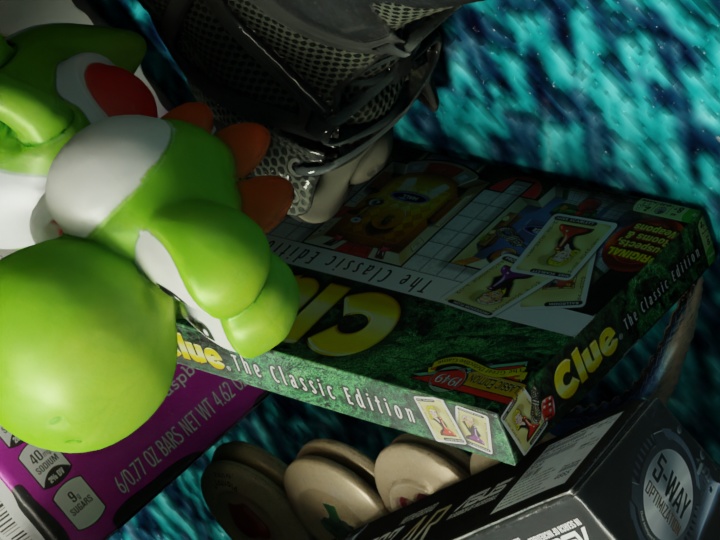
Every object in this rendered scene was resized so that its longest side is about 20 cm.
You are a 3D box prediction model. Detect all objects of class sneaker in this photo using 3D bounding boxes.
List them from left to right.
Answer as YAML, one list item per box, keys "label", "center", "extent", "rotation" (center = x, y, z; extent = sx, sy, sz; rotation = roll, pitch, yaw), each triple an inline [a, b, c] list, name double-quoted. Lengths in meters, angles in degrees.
- label: "sneaker"
  center: [0.006, -0.075, 0.859]
  extent: [0.199, 0.076, 0.115]
  rotation: [1, 126, 52]

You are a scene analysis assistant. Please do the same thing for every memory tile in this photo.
- label: "memory tile"
  center: [0.038, 0.115, 0.958]
  extent: [0.200, 0.017, 0.154]
  rotation: [-9, 121, 53]

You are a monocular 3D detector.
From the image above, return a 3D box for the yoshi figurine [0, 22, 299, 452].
- label: "yoshi figurine"
  center: [-0.104, -0.012, 0.862]
  extent: [0.200, 0.112, 0.113]
  rotation: [31, 110, 45]

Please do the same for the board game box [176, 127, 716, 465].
- label: "board game box"
  center: [0.000, 0.000, 0.911]
  extent: [0.199, 0.105, 0.024]
  rotation: [14, 137, 40]

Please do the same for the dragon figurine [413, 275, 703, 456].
- label: "dragon figurine"
  center: [0.049, 0.060, 0.953]
  extent: [0.099, 0.059, 0.200]
  rotation: [33, 147, 17]

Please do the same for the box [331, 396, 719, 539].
- label: "box"
  center: [0.074, 0.132, 0.878]
  extent: [0.160, 0.044, 0.200]
  rotation: [48, 148, -6]

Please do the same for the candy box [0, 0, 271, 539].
- label: "candy box"
  center: [-0.119, -0.013, 1.001]
  extent: [0.200, 0.136, 0.061]
  rotation: [49, 155, -2]
